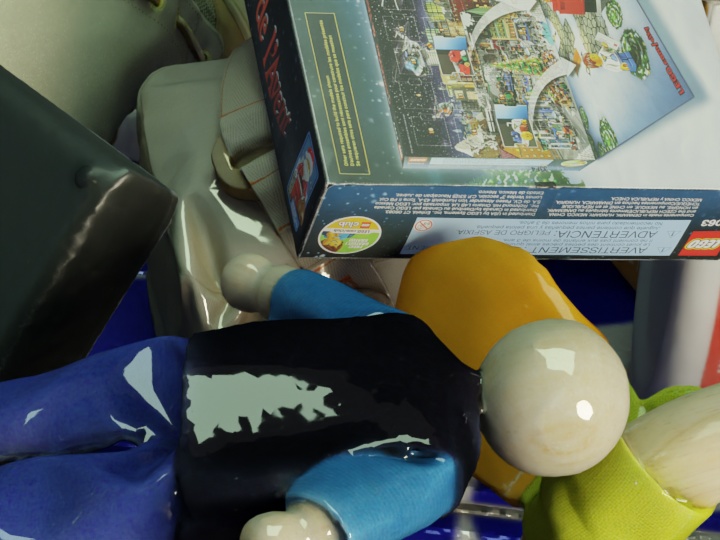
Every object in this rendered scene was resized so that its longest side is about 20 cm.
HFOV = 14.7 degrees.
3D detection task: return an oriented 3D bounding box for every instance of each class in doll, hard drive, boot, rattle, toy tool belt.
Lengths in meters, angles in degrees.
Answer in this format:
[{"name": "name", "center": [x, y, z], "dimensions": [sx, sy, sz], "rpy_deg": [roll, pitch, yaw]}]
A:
[{"name": "doll", "center": [-0.032, 0.039, 0.703], "dimensions": [0.199, 0.049, 0.137], "rpy_deg": [-8, 31, 5]}, {"name": "hard drive", "center": [-0.156, -0.010, 0.841], "dimensions": [0.200, 0.140, 0.033], "rpy_deg": [35, 5, 40]}, {"name": "boot", "center": [-0.101, -0.055, 0.973], "dimensions": [0.072, 0.200, 0.155], "rpy_deg": [12, 68, 19]}, {"name": "rattle", "center": [0.120, 0.067, 0.793], "dimensions": [0.199, 0.131, 0.143], "rpy_deg": [0, 18, -22]}, {"name": "toy tool belt", "center": [0.000, 0.000, 0.875], "dimensions": [0.122, 0.125, 0.200], "rpy_deg": [-7, 32, -9]}]

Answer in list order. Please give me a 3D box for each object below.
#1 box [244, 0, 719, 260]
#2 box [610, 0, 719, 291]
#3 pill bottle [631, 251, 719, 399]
[{"name": "box", "center": [0.032, -0.094, 0.865], "dimensions": [0.136, 0.038, 0.201], "rpy_deg": [0, 55, -18]}, {"name": "box", "center": [0.121, -0.090, 1.062], "dimensions": [0.097, 0.125, 0.200], "rpy_deg": [-5, 31, -20]}, {"name": "pill bottle", "center": [0.196, 0.009, 0.913], "dimensions": [0.199, 0.116, 0.116], "rpy_deg": [7, 29, -1]}]
